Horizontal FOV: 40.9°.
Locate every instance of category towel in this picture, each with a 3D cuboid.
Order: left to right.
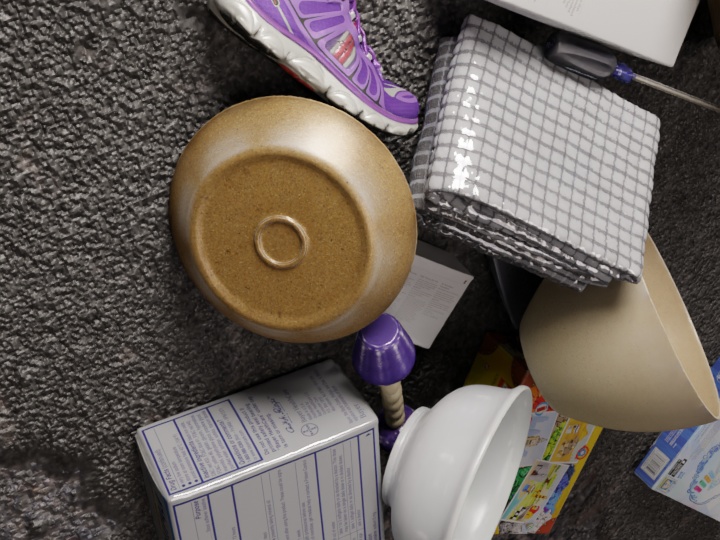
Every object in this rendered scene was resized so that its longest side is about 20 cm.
[{"bbox_3d":[0.139,-0.087,0.779,0.197,0.085,0.168,22,65,-18],"label":"towel"}]

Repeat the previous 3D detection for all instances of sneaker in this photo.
[{"bbox_3d":[-0.017,-0.169,0.715,0.199,0.080,0.084,34,93,-39],"label":"sneaker"}]

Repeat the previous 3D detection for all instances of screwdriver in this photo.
[{"bbox_3d":[0.232,-0.152,0.790,0.197,0.028,0.029,16,151,-27],"label":"screwdriver"}]

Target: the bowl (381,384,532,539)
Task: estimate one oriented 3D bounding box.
[{"bbox_3d":[0.079,0.185,0.879,0.202,0.089,0.203,-50,152,-41],"label":"bowl"}]

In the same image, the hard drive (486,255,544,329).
[{"bbox_3d":[0.171,-0.054,0.914,0.133,0.042,0.202,-29,128,-13],"label":"hard drive"}]

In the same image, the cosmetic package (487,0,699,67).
[{"bbox_3d":[0.165,-0.234,0.761,0.197,0.107,0.086,7,110,-35],"label":"cosmetic package"}]

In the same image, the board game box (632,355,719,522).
[{"bbox_3d":[0.472,0.216,1.249,0.198,0.043,0.201,29,100,-38],"label":"board game box"}]

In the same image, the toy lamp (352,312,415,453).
[{"bbox_3d":[0.026,0.104,0.874,0.058,0.058,0.201,-29,146,-12],"label":"toy lamp"}]

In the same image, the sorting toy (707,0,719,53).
[{"bbox_3d":[0.329,-0.230,0.796,0.069,0.201,0.201,-14,132,19],"label":"sorting toy"}]

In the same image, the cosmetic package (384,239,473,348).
[{"bbox_3d":[0.000,0.000,0.839,0.198,0.051,0.083,20,111,-37],"label":"cosmetic package"}]

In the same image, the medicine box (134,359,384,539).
[{"bbox_3d":[-0.085,0.208,0.880,0.197,0.103,0.185,-17,125,-20],"label":"medicine box"}]

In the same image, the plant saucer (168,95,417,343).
[{"bbox_3d":[-0.056,-0.028,0.729,0.196,0.036,0.204,4,114,9],"label":"plant saucer"}]

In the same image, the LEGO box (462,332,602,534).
[{"bbox_3d":[0.169,0.176,1.026,0.147,0.077,0.203,9,113,-33],"label":"LEGO box"}]

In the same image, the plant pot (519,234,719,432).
[{"bbox_3d":[0.224,0.064,0.882,0.133,0.203,0.200,-26,134,22],"label":"plant pot"}]
